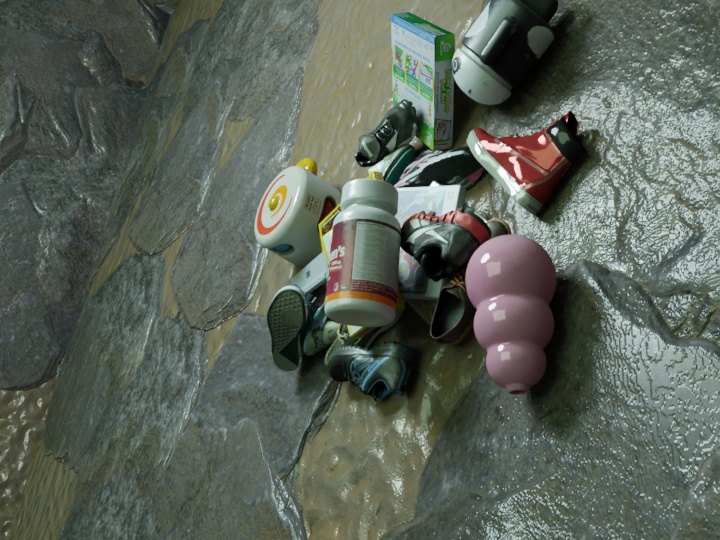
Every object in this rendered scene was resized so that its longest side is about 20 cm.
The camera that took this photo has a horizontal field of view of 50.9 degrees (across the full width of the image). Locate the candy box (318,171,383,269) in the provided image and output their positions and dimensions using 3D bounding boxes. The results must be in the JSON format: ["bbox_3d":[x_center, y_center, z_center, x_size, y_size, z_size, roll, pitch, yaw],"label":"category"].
[{"bbox_3d":[-0.014,-0.087,1.403,0.199,0.026,0.105,-39,54,46],"label":"candy box"}]

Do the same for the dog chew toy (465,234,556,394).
[{"bbox_3d":[0.200,0.060,0.997,0.123,0.122,0.206,-23,57,46],"label":"dog chew toy"}]

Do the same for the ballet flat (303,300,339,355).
[{"bbox_3d":[-0.040,0.075,1.393,0.074,0.073,0.204,33,100,58],"label":"ballet flat"}]

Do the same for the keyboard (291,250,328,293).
[{"bbox_3d":[-0.103,0.015,1.515,0.199,0.010,0.058,145,127,-60],"label":"keyboard"}]

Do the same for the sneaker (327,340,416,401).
[{"bbox_3d":[0.007,0.169,1.242,0.198,0.072,0.084,-19,54,50],"label":"sneaker"}]

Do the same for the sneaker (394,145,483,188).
[{"bbox_3d":[0.130,-0.180,1.309,0.197,0.080,0.088,-17,43,43],"label":"sneaker"}]

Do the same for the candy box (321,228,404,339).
[{"bbox_3d":[0.000,0.000,1.239,0.101,0.026,0.204,-33,54,22],"label":"candy box"}]

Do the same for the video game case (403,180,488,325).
[{"bbox_3d":[0.127,-0.023,1.216,0.184,0.023,0.200,-57,43,11],"label":"video game case"}]

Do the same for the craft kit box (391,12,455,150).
[{"bbox_3d":[0.111,-0.348,1.380,0.201,0.047,0.202,-126,31,-55],"label":"craft kit box"}]

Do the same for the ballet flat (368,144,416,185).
[{"bbox_3d":[0.036,-0.150,1.423,0.070,0.069,0.204,23,91,34],"label":"ballet flat"}]

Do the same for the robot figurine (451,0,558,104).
[{"bbox_3d":[0.235,-0.373,1.238,0.202,0.148,0.125,-52,46,17],"label":"robot figurine"}]

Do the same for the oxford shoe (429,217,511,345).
[{"bbox_3d":[0.161,0.018,1.102,0.070,0.073,0.204,27,97,24],"label":"oxford shoe"}]

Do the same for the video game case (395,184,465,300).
[{"bbox_3d":[0.071,-0.047,1.240,0.196,0.023,0.187,2,74,42],"label":"video game case"}]

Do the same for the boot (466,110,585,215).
[{"bbox_3d":[0.252,-0.195,1.145,0.145,0.071,0.201,-52,41,17],"label":"boot"}]

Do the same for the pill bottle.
[{"bbox_3d":[0.007,-0.026,1.144,0.108,0.108,0.206,-17,62,49],"label":"pill bottle"}]

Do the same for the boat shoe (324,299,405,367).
[{"bbox_3d":[-0.005,0.101,1.320,0.202,0.059,0.073,-47,35,26],"label":"boat shoe"}]

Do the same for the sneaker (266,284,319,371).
[{"bbox_3d":[-0.124,0.068,1.431,0.148,0.075,0.206,-72,-5,-46],"label":"sneaker"}]

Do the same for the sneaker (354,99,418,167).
[{"bbox_3d":[0.043,-0.246,1.419,0.068,0.089,0.200,59,154,7],"label":"sneaker"}]

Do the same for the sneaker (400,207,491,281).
[{"bbox_3d":[0.103,-0.035,1.108,0.099,0.071,0.199,-55,23,-17],"label":"sneaker"}]

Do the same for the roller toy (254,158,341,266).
[{"bbox_3d":[-0.133,-0.117,1.589,0.201,0.138,0.184,-50,35,20],"label":"roller toy"}]
